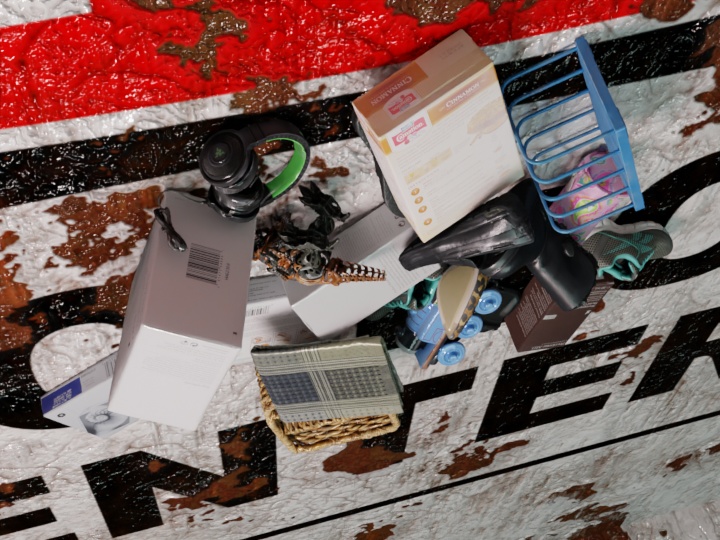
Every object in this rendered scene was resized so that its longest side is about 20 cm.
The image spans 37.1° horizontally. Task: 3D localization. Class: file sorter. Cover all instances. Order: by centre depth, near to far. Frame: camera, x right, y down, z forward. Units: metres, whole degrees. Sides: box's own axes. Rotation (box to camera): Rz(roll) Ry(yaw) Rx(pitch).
[{"bbox_3d":[0.261,-0.156,1.326,0.121,0.141,0.200,-23,150,10],"label":"file sorter"}]

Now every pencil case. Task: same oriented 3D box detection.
[{"bbox_3d":[0.303,-0.083,1.527,0.086,0.089,0.201,-1,145,-28],"label":"pencil case"}]

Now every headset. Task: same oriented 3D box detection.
[{"bbox_3d":[-0.143,-0.095,1.238,0.197,0.095,0.124,-25,152,-12],"label":"headset"}]

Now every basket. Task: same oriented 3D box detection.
[{"bbox_3d":[-0.052,0.197,1.651,0.196,0.152,0.143,-13,171,15],"label":"basket"}]

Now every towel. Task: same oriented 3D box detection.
[{"bbox_3d":[-0.042,0.153,1.528,0.196,0.035,0.194,-5,141,10],"label":"towel"}]

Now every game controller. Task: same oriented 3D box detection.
[{"bbox_3d":[0.175,0.053,1.731,0.198,0.042,0.105,12,123,-43],"label":"game controller"}]

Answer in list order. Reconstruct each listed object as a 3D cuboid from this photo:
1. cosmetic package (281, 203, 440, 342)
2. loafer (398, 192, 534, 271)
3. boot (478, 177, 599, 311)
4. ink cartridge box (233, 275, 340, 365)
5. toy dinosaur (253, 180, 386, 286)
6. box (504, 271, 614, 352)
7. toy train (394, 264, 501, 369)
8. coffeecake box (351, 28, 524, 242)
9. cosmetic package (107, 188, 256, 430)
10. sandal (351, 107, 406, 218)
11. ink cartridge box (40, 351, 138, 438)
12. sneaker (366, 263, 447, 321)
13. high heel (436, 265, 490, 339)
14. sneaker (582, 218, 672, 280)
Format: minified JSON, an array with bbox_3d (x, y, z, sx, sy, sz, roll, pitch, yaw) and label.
[{"bbox_3d":[0.000,0.000,1.456,0.198,0.075,0.102,-31,134,7],"label":"cosmetic package"},{"bbox_3d":[0.129,-0.031,1.335,0.199,0.071,0.068,-23,-166,42],"label":"loafer"},{"bbox_3d":[0.243,-0.009,1.425,0.076,0.201,0.169,-30,109,36],"label":"boot"},{"bbox_3d":[-0.113,0.068,1.575,0.196,0.044,0.175,-9,151,-18],"label":"ink cartridge box"},{"bbox_3d":[-0.066,-0.030,1.371,0.196,0.104,0.137,1,142,-11],"label":"toy dinosaur"},{"bbox_3d":[0.324,0.052,1.769,0.098,0.076,0.201,-6,149,-21],"label":"box"},{"bbox_3d":[0.128,0.058,1.611,0.113,0.087,0.202,16,121,-28],"label":"toy train"},{"bbox_3d":[0.095,-0.152,1.246,0.152,0.073,0.201,-33,142,-3],"label":"coffeecake box"},{"bbox_3d":[-0.218,0.051,1.305,0.121,0.202,0.201,14,140,-15],"label":"cosmetic package"},{"bbox_3d":[0.042,-0.146,1.315,0.074,0.048,0.202,-27,136,-1],"label":"sandal"},{"bbox_3d":[-0.350,0.193,1.645,0.197,0.041,0.199,-30,149,18],"label":"ink cartridge box"},{"bbox_3d":[0.061,0.026,1.556,0.076,0.093,0.200,4,143,-33],"label":"sneaker"},{"bbox_3d":[0.176,0.026,1.505,0.070,0.203,0.142,-7,148,40],"label":"high heel"},{"bbox_3d":[0.414,-0.023,1.662,0.197,0.093,0.078,1,146,-31],"label":"sneaker"}]
